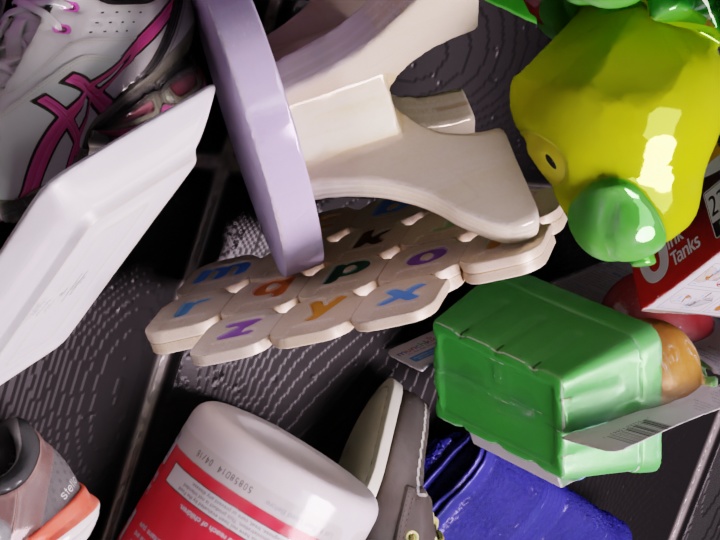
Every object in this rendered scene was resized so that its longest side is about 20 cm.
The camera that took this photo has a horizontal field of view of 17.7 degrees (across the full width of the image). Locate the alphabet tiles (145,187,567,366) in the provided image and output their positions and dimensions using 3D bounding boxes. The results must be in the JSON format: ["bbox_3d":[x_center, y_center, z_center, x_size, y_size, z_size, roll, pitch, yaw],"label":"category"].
[{"bbox_3d":[0.000,0.000,1.107,0.196,0.199,0.015,-57,132,-66],"label":"alphabet tiles"}]

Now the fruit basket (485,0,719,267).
[{"bbox_3d":[0.104,-0.114,1.033,0.216,0.155,0.216,-156,-90,-88],"label":"fruit basket"}]

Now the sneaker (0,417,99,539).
[{"bbox_3d":[-0.223,0.139,1.093,0.200,0.077,0.082,-35,107,-24],"label":"sneaker"}]

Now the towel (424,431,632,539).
[{"bbox_3d":[0.072,0.180,1.405,0.148,0.050,0.200,-51,139,4],"label":"towel"}]

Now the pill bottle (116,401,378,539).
[{"bbox_3d":[-0.085,0.178,1.199,0.112,0.112,0.200,28,94,-49],"label":"pill bottle"}]

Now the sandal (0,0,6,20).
[{"bbox_3d":[-0.170,-0.160,0.955,0.082,0.050,0.203,-14,124,-37],"label":"sandal"}]

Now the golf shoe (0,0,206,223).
[{"bbox_3d":[-0.143,-0.082,0.997,0.200,0.072,0.092,-43,130,-50],"label":"golf shoe"}]

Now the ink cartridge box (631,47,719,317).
[{"bbox_3d":[0.214,-0.095,1.196,0.084,0.176,0.200,5,151,-28],"label":"ink cartridge box"}]

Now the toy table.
[{"bbox_3d":[-0.002,-0.081,1.066,0.117,0.184,0.200,-19,168,-6],"label":"toy table"}]

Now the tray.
[{"bbox_3d":[-0.132,0.000,1.015,0.107,0.022,0.200,-35,171,-43],"label":"tray"}]

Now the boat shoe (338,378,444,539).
[{"bbox_3d":[0.011,0.158,1.257,0.060,0.072,0.202,20,65,-12],"label":"boat shoe"}]

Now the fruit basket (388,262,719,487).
[{"bbox_3d":[0.147,0.049,1.287,0.200,0.185,0.094,-14,115,-38],"label":"fruit basket"}]
